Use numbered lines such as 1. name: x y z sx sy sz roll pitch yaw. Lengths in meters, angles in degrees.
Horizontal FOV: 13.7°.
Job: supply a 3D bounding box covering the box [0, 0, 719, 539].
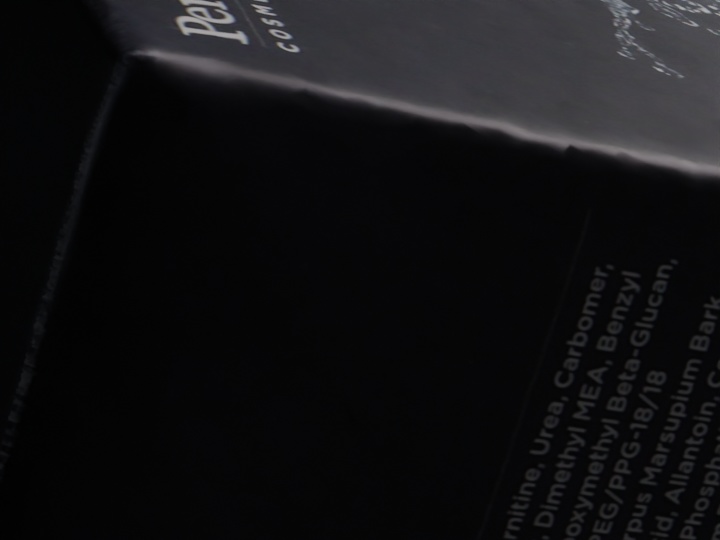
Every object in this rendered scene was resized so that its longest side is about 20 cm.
1. box: 0.012 -0.005 0.527 0.199 0.118 0.197 9 22 -23
